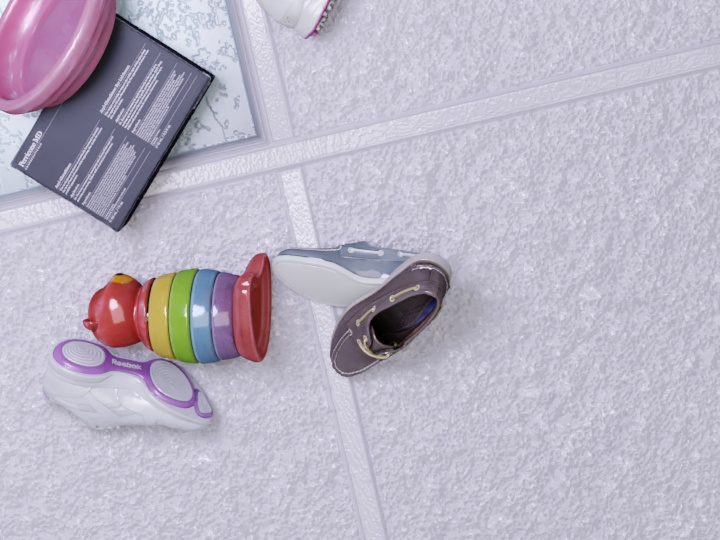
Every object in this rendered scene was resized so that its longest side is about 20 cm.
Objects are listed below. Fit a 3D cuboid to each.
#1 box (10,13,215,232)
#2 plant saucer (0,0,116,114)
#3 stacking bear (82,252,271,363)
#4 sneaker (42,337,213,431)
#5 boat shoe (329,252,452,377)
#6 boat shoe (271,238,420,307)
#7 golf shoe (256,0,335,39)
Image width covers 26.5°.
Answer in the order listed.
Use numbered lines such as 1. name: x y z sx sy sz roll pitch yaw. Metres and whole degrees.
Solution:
1. box: -0.272 -0.166 1.687 0.141 0.079 0.201 32 96 -7
2. plant saucer: -0.326 -0.254 1.636 0.051 0.200 0.201 28 97 -39
3. stacking bear: -0.207 0.047 1.703 0.199 0.122 0.114 0 107 8
4. sneaker: -0.266 0.143 1.740 0.199 0.075 0.100 21 126 -11
5. boat shoe: 0.027 0.061 1.688 0.072 0.060 0.200 34 127 -17
6. boat shoe: 0.000 0.000 1.731 0.199 0.073 0.062 10 54 5
7. golf shoe: -0.047 -0.359 1.670 0.091 0.075 0.201 25 95 0
